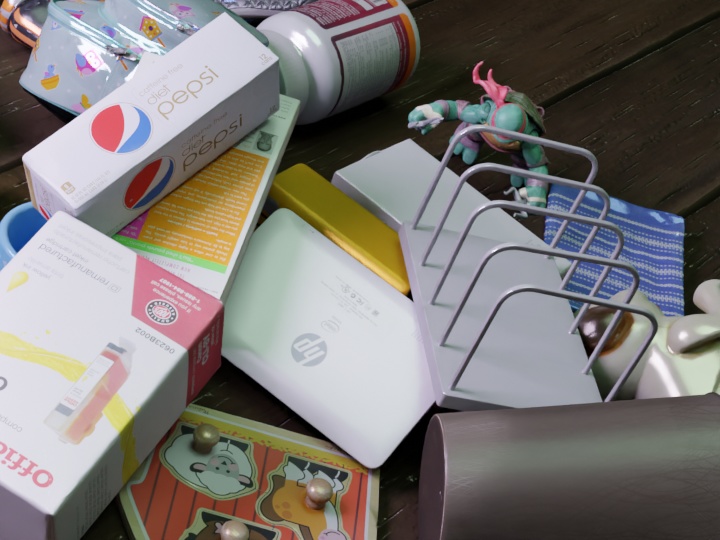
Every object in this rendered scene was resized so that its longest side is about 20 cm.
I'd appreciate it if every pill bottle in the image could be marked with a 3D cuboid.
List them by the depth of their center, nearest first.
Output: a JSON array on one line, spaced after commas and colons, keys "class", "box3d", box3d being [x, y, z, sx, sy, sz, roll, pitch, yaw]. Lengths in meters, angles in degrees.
[{"class": "pill bottle", "box3d": [-0.041, -0.203, 1.513, 0.110, 0.110, 0.200, 39, 40, 22]}]

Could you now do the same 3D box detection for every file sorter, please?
[{"class": "file sorter", "box3d": [0.128, 0.003, 1.196, 0.139, 0.125, 0.200, 11, 39, -19]}]

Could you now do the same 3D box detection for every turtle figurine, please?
[{"class": "turtle figurine", "box3d": [0.129, -0.120, 1.456, 0.150, 0.101, 0.200, 44, 4, 5]}]

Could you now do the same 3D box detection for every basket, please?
[{"class": "basket", "box3d": [0.148, 0.166, 1.125, 0.200, 0.180, 0.136, 3, 31, -6]}]

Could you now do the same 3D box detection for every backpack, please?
[{"class": "backpack", "box3d": [-0.186, -0.175, 1.362, 0.200, 0.153, 0.176, 19, 15, 7]}]

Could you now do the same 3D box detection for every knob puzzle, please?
[{"class": "knob puzzle", "box3d": [-0.074, 0.174, 1.098, 0.219, 0.030, 0.220, 14, 38, -11]}]

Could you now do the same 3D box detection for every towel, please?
[{"class": "towel", "box3d": [0.244, -0.011, 1.490, 0.145, 0.024, 0.200, 19, 37, -3]}]

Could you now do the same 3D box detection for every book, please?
[{"class": "book", "box3d": [-0.140, -0.068, 1.207, 0.133, 0.048, 0.200, 19, 61, 1]}]

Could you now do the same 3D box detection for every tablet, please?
[{"class": "tablet", "box3d": [-0.026, 0.049, 1.209, 0.200, 0.014, 0.130, 36, 68, 15]}]

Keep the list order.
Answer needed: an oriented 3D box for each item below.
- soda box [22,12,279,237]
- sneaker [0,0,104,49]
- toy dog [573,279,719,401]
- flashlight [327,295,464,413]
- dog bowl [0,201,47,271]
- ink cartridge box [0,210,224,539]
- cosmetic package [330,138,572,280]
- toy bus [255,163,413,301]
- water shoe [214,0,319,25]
[{"class": "soda box", "box3d": [-0.153, -0.103, 1.165, 0.064, 0.068, 0.200, 41, 66, 19]}, {"class": "sneaker", "box3d": [-0.241, -0.247, 1.508, 0.112, 0.078, 0.200, 39, 51, 15]}, {"class": "toy dog", "box3d": [0.255, 0.099, 1.293, 0.200, 0.140, 0.194, 36, 76, 16]}, {"class": "flashlight", "box3d": [0.045, 0.091, 1.236, 0.200, 0.068, 0.068, 25, 67, 11]}, {"class": "dog bowl", "box3d": [-0.211, 0.019, 1.204, 0.111, 0.050, 0.200, -19, 54, -41]}, {"class": "ink cartridge box", "box3d": [-0.206, 0.078, 1.061, 0.145, 0.083, 0.200, 29, 55, 11]}, {"class": "cosmetic package", "box3d": [0.069, -0.019, 1.367, 0.200, 0.081, 0.113, 39, 40, 23]}, {"class": "toy bus", "box3d": [0.000, 0.000, 1.309, 0.200, 0.078, 0.065, 37, 40, 19]}, {"class": "water shoe", "box3d": [-0.131, -0.276, 1.604, 0.200, 0.079, 0.072, 8, 79, 10]}]
